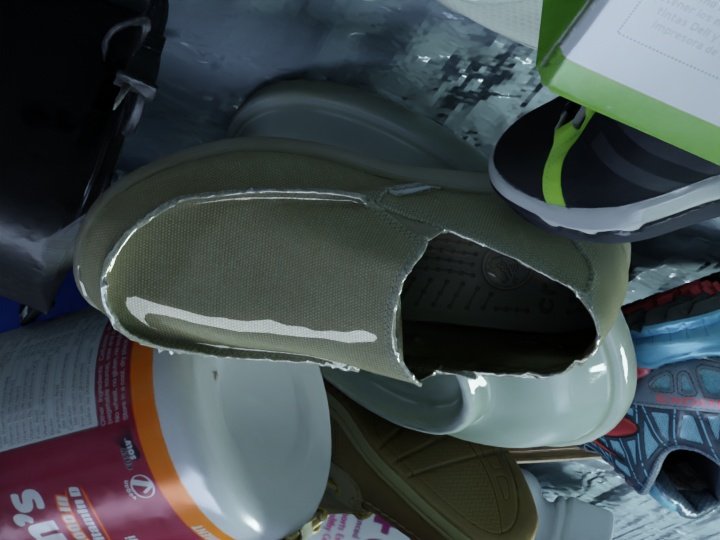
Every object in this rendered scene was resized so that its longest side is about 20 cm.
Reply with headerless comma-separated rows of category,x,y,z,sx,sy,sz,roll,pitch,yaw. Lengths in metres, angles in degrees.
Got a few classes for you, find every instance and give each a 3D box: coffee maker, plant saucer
coffee maker,-0.185,-0.082,0.806,0.200,0.135,0.192,20,137,-12
plant saucer,0.015,0.013,0.873,0.200,0.050,0.200,31,154,17

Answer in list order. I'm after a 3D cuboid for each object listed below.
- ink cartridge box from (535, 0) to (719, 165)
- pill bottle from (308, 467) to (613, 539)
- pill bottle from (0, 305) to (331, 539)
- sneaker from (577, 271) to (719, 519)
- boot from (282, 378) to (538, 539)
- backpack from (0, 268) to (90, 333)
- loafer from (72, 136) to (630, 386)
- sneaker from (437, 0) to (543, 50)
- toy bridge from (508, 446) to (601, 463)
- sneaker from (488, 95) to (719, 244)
ink cartridge box,0.152,-0.102,0.494,0.148,0.076,0.200,22,135,-13
pill bottle,0.041,0.159,1.285,0.200,0.114,0.113,16,162,1
pill bottle,-0.120,0.074,0.885,0.200,0.110,0.110,-17,146,28
sneaker,0.115,0.066,0.932,0.079,0.096,0.200,-21,178,-25
boot,-0.020,0.111,1.000,0.200,0.156,0.073,37,-149,24
backpack,-0.179,0.038,1.054,0.168,0.163,0.200,28,162,-8
loafer,0.000,0.000,0.753,0.199,0.076,0.068,-1,-153,-5
sneaker,0.010,-0.095,0.571,0.076,0.092,0.200,-27,140,31
toy bridge,0.058,0.085,1.093,0.199,0.027,0.067,-1,170,-6
sneaker,0.110,-0.064,0.679,0.200,0.072,0.083,-5,127,48
